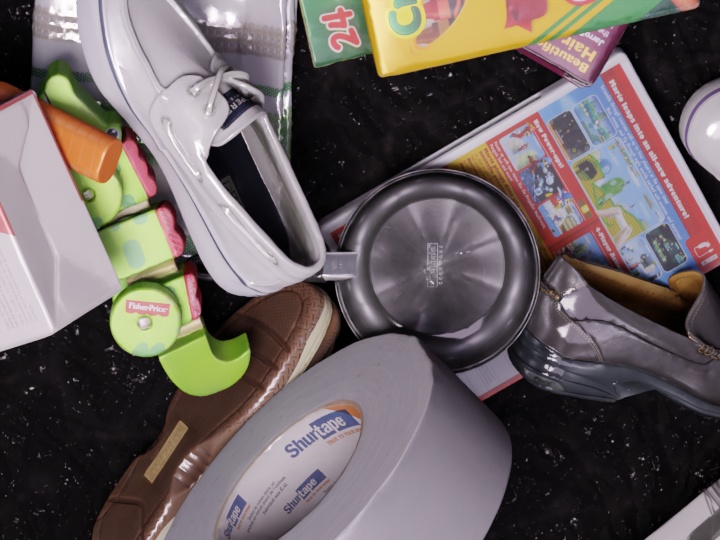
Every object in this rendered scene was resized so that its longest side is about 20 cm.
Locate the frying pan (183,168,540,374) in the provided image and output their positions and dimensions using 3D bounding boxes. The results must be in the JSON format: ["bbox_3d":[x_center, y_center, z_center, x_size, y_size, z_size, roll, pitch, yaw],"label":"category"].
[{"bbox_3d":[0.008,-0.015,1.443,0.189,0.031,0.116,24,83,4],"label":"frying pan"}]

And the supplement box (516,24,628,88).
[{"bbox_3d":[0.110,-0.221,1.381,0.130,0.103,0.201,28,104,-13],"label":"supplement box"}]

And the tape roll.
[{"bbox_3d":[-0.017,0.128,1.367,0.200,0.200,0.066,-42,111,9],"label":"tape roll"}]

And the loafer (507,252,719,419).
[{"bbox_3d":[0.185,0.036,1.482,0.199,0.073,0.073,5,119,-22],"label":"loafer"}]

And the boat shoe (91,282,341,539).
[{"bbox_3d":[-0.070,0.097,1.502,0.075,0.075,0.203,30,103,-40],"label":"boat shoe"}]

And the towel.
[{"bbox_3d":[-0.109,-0.099,1.441,0.148,0.031,0.201,2,109,-7],"label":"towel"}]

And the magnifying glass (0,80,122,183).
[{"bbox_3d":[-0.212,-0.098,1.383,0.199,0.022,0.080,27,107,22],"label":"magnifying glass"}]

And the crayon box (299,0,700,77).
[{"bbox_3d":[0.061,-0.175,1.312,0.199,0.051,0.128,-13,109,1],"label":"crayon box"}]

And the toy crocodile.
[{"bbox_3d":[-0.122,-0.021,1.416,0.061,0.068,0.201,-23,104,2],"label":"toy crocodile"}]

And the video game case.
[{"bbox_3d":[0.095,-0.018,1.496,0.199,0.017,0.143,-30,109,6],"label":"video game case"}]

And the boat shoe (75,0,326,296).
[{"bbox_3d":[-0.077,-0.081,1.388,0.065,0.074,0.201,-14,113,47],"label":"boat shoe"}]

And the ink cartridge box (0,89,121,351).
[{"bbox_3d":[-0.237,-0.007,1.378,0.199,0.067,0.117,-16,102,34],"label":"ink cartridge box"}]

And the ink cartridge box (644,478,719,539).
[{"bbox_3d":[0.243,0.191,1.529,0.200,0.083,0.147,-40,130,8],"label":"ink cartridge box"}]

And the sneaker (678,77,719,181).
[{"bbox_3d":[0.279,-0.050,1.454,0.199,0.114,0.073,17,109,-10],"label":"sneaker"}]
